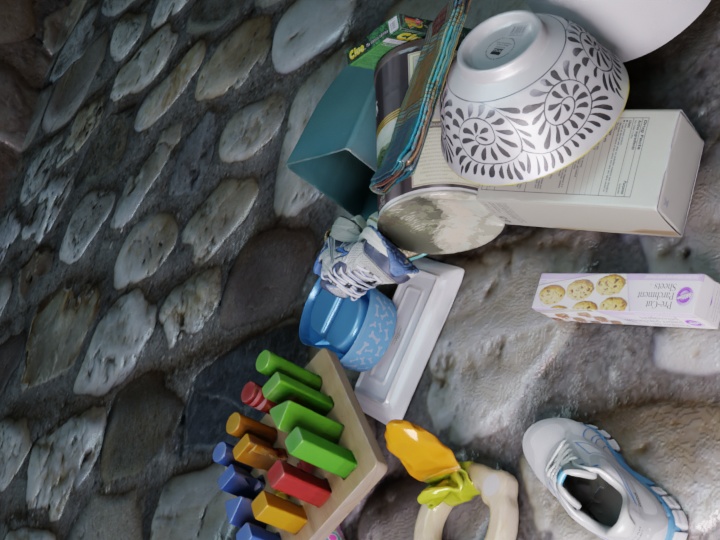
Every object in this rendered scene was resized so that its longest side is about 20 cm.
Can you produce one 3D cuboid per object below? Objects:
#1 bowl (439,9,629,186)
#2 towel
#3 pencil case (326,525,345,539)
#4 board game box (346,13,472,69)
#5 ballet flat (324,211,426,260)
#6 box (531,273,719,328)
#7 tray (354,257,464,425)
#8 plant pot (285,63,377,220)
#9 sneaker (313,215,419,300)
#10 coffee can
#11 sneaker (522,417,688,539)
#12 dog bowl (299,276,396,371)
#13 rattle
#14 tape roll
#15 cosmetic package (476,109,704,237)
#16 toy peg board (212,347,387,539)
[{"bbox_3d":[0.151,-0.187,1.032,0.198,0.094,0.202,-19,43,19],"label":"bowl"},{"bbox_3d":[0.061,-0.183,1.095,0.147,0.021,0.203,154,135,-77],"label":"towel"},{"bbox_3d":[-0.048,0.317,1.174,0.088,0.087,0.201,-51,36,18],"label":"pencil case"},{"bbox_3d":[0.091,-0.261,1.272,0.104,0.198,0.024,-20,73,50],"label":"board game box"},{"bbox_3d":[0.016,-0.040,1.338,0.070,0.066,0.199,-36,15,-38],"label":"ballet flat"},{"bbox_3d":[0.246,0.027,0.999,0.199,0.038,0.042,1,70,55],"label":"box"},{"bbox_3d":[0.049,0.079,1.262,0.107,0.022,0.202,17,83,58],"label":"tray"},{"bbox_3d":[0.026,-0.194,1.382,0.141,0.141,0.202,-5,58,53],"label":"plant pot"},{"bbox_3d":[0.000,0.000,1.215,0.086,0.077,0.200,-51,19,-6],"label":"sneaker"},{"bbox_3d":[0.089,-0.141,1.221,0.146,0.145,0.203,-27,54,43],"label":"coffee can"},{"bbox_3d":[0.194,0.178,0.927,0.076,0.086,0.200,-62,31,4],"label":"sneaker"},{"bbox_3d":[-0.015,0.060,1.314,0.113,0.049,0.200,-64,23,2],"label":"dog bowl"},{"bbox_3d":[0.065,0.266,1.007,0.129,0.143,0.202,12,71,38],"label":"rattle"},{"bbox_3d":[0.258,-0.334,1.105,0.201,0.139,0.205,-25,43,26],"label":"tape roll"},{"bbox_3d":[0.222,-0.097,1.043,0.198,0.071,0.107,9,76,40],"label":"cosmetic package"},{"bbox_3d":[-0.095,0.201,1.162,0.200,0.097,0.201,-49,35,15],"label":"toy peg board"}]
